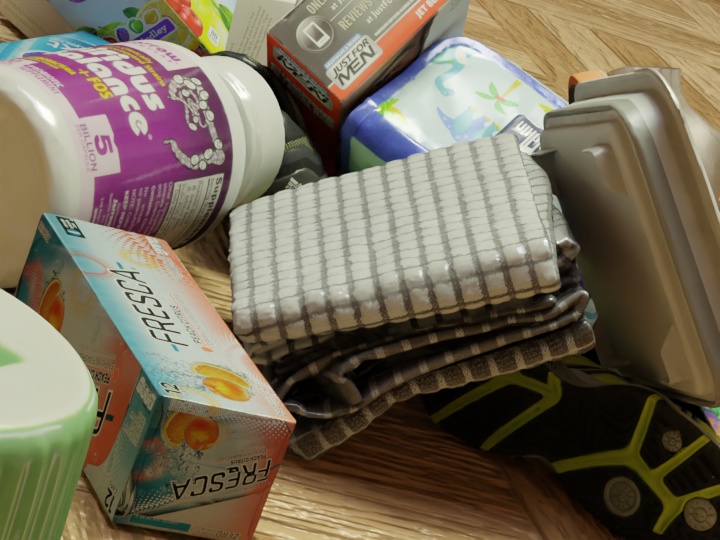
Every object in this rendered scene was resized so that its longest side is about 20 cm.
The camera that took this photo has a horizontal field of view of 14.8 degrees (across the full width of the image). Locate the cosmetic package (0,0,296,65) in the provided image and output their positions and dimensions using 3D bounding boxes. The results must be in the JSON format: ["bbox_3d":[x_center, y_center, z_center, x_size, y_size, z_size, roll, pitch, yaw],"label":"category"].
[{"bbox_3d":[-0.126,-0.174,1.859,0.200,0.085,0.108,8,23,-38],"label":"cosmetic package"}]

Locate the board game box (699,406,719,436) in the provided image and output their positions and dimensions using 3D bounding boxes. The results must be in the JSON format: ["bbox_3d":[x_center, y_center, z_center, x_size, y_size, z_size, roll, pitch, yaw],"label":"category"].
[{"bbox_3d":[0.253,0.058,1.507,0.158,0.039,0.200,49,36,-7],"label":"board game box"}]

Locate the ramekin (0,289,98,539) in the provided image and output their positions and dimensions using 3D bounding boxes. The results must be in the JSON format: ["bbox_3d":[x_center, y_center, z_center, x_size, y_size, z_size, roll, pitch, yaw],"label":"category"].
[{"bbox_3d":[-0.194,0.058,1.016,0.200,0.098,0.200,20,17,-6],"label":"ramekin"}]

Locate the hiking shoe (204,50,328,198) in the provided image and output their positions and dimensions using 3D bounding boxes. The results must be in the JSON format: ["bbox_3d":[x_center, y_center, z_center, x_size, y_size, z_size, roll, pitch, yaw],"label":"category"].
[{"bbox_3d":[-0.066,-0.085,1.582,0.076,0.101,0.200,-20,25,-17],"label":"hiking shoe"}]

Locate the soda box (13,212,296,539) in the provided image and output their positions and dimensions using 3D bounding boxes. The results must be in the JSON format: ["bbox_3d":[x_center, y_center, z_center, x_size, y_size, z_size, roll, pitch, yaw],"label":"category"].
[{"bbox_3d":[-0.098,0.046,1.240,0.068,0.064,0.200,13,18,-26],"label":"soda box"}]

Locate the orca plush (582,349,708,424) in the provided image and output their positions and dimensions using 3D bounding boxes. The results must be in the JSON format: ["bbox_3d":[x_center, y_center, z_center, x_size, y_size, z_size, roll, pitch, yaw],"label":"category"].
[{"bbox_3d":[0.193,0.077,1.557,0.200,0.071,0.105,13,-26,-41],"label":"orca plush"}]

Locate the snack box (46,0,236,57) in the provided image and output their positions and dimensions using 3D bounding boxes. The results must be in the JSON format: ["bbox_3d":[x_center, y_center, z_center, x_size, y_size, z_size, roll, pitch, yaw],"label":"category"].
[{"bbox_3d":[-0.157,-0.223,1.667,0.200,0.068,0.169,50,25,-24],"label":"snack box"}]

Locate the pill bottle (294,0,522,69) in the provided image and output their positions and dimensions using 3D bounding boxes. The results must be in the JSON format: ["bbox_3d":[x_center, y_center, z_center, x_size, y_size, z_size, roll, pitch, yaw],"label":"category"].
[{"bbox_3d":[0.037,-0.098,1.776,0.200,0.112,0.112,21,16,-4],"label":"pill bottle"}]

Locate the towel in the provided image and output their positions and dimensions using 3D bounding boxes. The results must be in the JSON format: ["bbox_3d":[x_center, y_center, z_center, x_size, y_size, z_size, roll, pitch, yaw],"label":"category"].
[{"bbox_3d":[0.023,0.009,1.363,0.165,0.086,0.200,-14,19,1],"label":"towel"}]

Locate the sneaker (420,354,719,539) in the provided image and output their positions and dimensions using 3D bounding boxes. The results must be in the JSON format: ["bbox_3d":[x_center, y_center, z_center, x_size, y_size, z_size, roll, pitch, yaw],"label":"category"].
[{"bbox_3d":[0.128,0.080,1.400,0.200,0.076,0.076,32,20,26],"label":"sneaker"}]

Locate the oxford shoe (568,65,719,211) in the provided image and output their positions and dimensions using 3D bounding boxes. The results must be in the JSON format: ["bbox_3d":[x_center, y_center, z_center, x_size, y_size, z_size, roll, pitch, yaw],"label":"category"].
[{"bbox_3d":[0.174,-0.039,1.474,0.073,0.071,0.200,-14,54,-8],"label":"oxford shoe"}]

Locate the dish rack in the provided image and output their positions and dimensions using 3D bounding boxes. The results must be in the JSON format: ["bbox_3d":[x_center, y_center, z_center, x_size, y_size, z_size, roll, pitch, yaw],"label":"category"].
[{"bbox_3d":[0.136,-0.010,1.368,0.043,0.172,0.200,-21,4,-7],"label":"dish rack"}]

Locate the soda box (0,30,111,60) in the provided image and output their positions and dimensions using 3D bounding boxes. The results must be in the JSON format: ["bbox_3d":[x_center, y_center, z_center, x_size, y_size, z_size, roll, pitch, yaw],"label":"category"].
[{"bbox_3d":[-0.182,-0.084,1.532,0.064,0.068,0.200,26,17,15],"label":"soda box"}]

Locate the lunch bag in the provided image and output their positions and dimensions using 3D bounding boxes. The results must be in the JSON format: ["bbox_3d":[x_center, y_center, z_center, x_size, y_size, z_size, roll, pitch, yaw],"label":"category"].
[{"bbox_3d":[0.086,-0.043,1.588,0.170,0.128,0.200,37,16,12],"label":"lunch bag"}]

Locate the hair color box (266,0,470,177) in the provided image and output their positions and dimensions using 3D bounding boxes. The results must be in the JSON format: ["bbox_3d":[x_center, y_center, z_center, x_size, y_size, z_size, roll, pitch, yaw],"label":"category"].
[{"bbox_3d":[0.004,-0.124,1.614,0.064,0.111,0.200,44,-10,9],"label":"hair color box"}]

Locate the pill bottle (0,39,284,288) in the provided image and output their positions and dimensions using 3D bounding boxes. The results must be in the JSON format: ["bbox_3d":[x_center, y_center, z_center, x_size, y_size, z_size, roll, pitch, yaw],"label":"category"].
[{"bbox_3d":[-0.129,-0.059,1.412,0.112,0.112,0.200,30,25,27],"label":"pill bottle"}]
